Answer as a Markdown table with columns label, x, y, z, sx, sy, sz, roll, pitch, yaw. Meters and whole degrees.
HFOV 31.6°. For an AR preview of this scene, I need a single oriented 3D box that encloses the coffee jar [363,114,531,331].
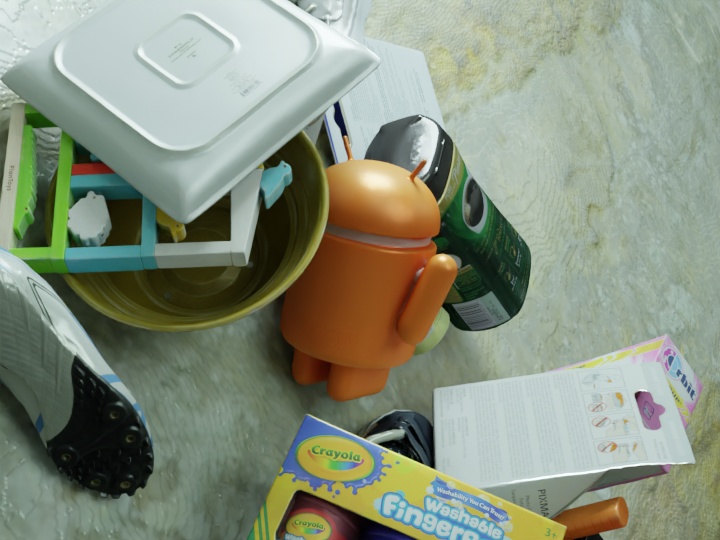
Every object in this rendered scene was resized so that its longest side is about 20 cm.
| label | x | y | z | sx | sy | sz | roll | pitch | yaw |
| --- | --- | --- | --- | --- | --- | --- | --- | --- | --- |
| coffee jar | 0.075 | -0.042 | 1.147 | 0.200 | 0.085 | 0.105 | 50 | 41 | -37 |

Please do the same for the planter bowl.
| label | x | y | z | sx | sy | sz | roll | pitch | yaw |
| --- | --- | --- | --- | --- | --- | --- | --- | --- | --- |
| planter bowl | -0.120 | -0.028 | 0.918 | 0.084 | 0.198 | 0.202 | 88 | -1 | -60 |

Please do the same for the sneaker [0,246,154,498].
| label | x | y | z | sx | sy | sz | roll | pitch | yaw |
| --- | --- | --- | --- | --- | --- | --- | --- | --- | --- |
| sneaker | -0.197 | 0.061 | 0.819 | 0.201 | 0.071 | 0.073 | 56 | 9 | -21 |

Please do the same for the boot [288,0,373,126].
| label | x | y | z | sx | sy | sz | roll | pitch | yaw |
| --- | --- | --- | --- | --- | --- | --- | --- | --- | --- |
| boot | -0.046 | -0.201 | 0.991 | 0.095 | 0.073 | 0.201 | 34 | 39 | -20 |

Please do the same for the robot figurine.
| label | x | y | z | sx | sy | sz | roll | pitch | yaw |
| --- | --- | --- | --- | --- | --- | --- | --- | --- | --- |
| robot figurine | 0.002 | 0.000 | 1.016 | 0.115 | 0.202 | 0.144 | 7 | 13 | -15 |

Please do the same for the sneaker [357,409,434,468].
| label | x | y | z | sx | sy | sz | roll | pitch | yaw |
| --- | --- | --- | --- | --- | --- | --- | --- | --- | --- |
| sneaker | 0.026 | 0.161 | 1.024 | 0.200 | 0.079 | 0.079 | -29 | 91 | -56 |

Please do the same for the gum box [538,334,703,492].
| label | x | y | z | sx | sy | sz | roll | pitch | yaw |
| --- | --- | --- | --- | --- | --- | --- | --- | --- | --- |
| gum box | 0.197 | 0.142 | 1.153 | 0.066 | 0.199 | 0.114 | 52 | 44 | -14 |

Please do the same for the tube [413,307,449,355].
| label | x | y | z | sx | sy | sz | roll | pitch | yaw |
| --- | --- | --- | --- | --- | --- | --- | --- | --- | --- |
| tube | -0.002 | -0.004 | 1.114 | 0.200 | 0.052 | 0.058 | 42 | 36 | -27 |

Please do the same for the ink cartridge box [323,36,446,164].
| label | x | y | z | sx | sy | sz | roll | pitch | yaw |
| --- | --- | --- | --- | --- | --- | --- | --- | --- | --- |
| ink cartridge box | 0.015 | -0.129 | 1.223 | 0.199 | 0.043 | 0.199 | 2 | 69 | -50 |

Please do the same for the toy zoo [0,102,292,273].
| label | x | y | z | sx | sy | sz | roll | pitch | yaw |
| --- | --- | --- | --- | --- | --- | --- | --- | --- | --- |
| toy zoo | -0.146 | -0.062 | 0.877 | 0.021 | 0.197 | 0.133 | 89 | -2 | -61 |

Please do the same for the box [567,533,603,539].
| label | x | y | z | sx | sy | sz | roll | pitch | yaw |
| --- | --- | --- | --- | --- | --- | --- | --- | --- | --- |
| box | 0.112 | 0.308 | 0.965 | 0.086 | 0.163 | 0.200 | 51 | 36 | -16 |

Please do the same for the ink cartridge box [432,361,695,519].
| label | x | y | z | sx | sy | sz | roll | pitch | yaw |
| --- | --- | --- | --- | --- | --- | --- | --- | --- | --- |
| ink cartridge box | 0.158 | 0.140 | 1.029 | 0.160 | 0.197 | 0.048 | -85 | 166 | -65 |

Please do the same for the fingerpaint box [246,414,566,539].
| label | x | y | z | sx | sy | sz | roll | pitch | yaw |
| --- | --- | --- | --- | --- | --- | --- | --- | --- | --- |
| fingerpaint box | 0.017 | 0.217 | 0.860 | 0.198 | 0.074 | 0.168 | 23 | 60 | 7 |

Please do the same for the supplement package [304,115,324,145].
| label | x | y | z | sx | sy | sz | roll | pitch | yaw |
| --- | --- | --- | --- | --- | --- | --- | --- | --- | --- |
| supplement package | -0.095 | -0.163 | 1.046 | 0.114 | 0.109 | 0.201 | 42 | 40 | -26 |

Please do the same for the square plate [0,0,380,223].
| label | x | y | z | sx | sy | sz | roll | pitch | yaw |
| --- | --- | --- | --- | --- | --- | --- | --- | --- | --- |
| square plate | -0.120 | -0.149 | 0.901 | 0.197 | 0.029 | 0.200 | 36 | 63 | 24 |

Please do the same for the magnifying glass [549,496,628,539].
| label | x | y | z | sx | sy | sz | roll | pitch | yaw |
| --- | --- | --- | --- | --- | --- | --- | --- | --- | --- |
| magnifying glass | 0.116 | 0.210 | 1.000 | 0.023 | 0.198 | 0.080 | 59 | 32 | -19 |
